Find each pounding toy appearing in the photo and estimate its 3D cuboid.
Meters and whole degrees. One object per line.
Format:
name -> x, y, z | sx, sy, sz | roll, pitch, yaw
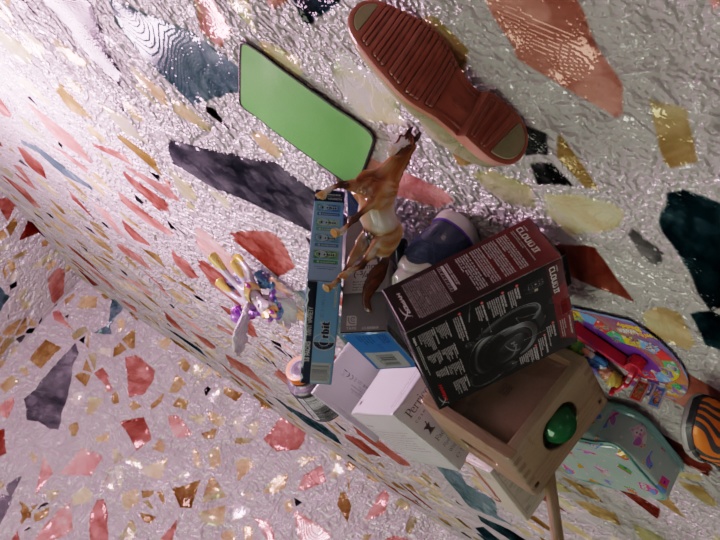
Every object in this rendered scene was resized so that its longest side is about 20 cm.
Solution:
pounding toy -> 0.208, 0.196, 1.011 | 0.200, 0.184, 0.142 | 27, 161, 47

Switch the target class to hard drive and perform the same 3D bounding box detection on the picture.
hard drive -> 0.031, 0.160, 1.309 | 0.132, 0.200, 0.025 | 37, 168, 0

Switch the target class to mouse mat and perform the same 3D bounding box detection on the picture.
mouse mat -> -0.072, -0.187, 0.990 | 0.200, 0.008, 0.161 | 37, 161, 4

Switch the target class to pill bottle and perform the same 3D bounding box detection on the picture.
pill bottle -> -0.120, 0.297, 2.033 | 0.106, 0.106, 0.200 | 23, 155, 36

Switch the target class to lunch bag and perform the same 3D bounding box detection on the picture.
lunch bag -> 0.352, 0.254, 1.154 | 0.160, 0.077, 0.200 | 44, 160, -21

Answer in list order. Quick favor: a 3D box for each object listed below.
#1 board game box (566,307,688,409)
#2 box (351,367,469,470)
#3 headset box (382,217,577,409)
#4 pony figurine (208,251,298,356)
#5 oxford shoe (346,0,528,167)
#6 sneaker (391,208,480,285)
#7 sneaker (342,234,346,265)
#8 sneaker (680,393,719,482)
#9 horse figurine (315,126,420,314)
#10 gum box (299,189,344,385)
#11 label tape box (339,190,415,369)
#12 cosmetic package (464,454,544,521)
board game box -> 0.295, 0.111, 0.979 | 0.200, 0.039, 0.158 | 13, 150, 49
box -> 0.114, 0.174, 1.197 | 0.131, 0.199, 0.200 | 39, 163, -8
headset box -> 0.144, 0.046, 0.880 | 0.077, 0.200, 0.149 | 61, 178, 46
pony figurine -> -0.229, 0.066, 1.669 | 0.200, 0.166, 0.193 | 46, 158, 23
oxford shoe -> 0.059, -0.160, 0.730 | 0.200, 0.071, 0.074 | 42, 163, -13
sneaker -> 0.098, 0.034, 0.987 | 0.081, 0.147, 0.200 | 24, 156, 35
sneaker -> 0.000, 0.000, 1.158 | 0.200, 0.085, 0.073 | 36, 180, 5
sneaker -> 0.445, 0.202, 0.897 | 0.200, 0.078, 0.112 | 37, 160, -34
horse figurine -> 0.010, -0.050, 0.890 | 0.050, 0.133, 0.200 | 27, 139, 32
gum box -> -0.049, 0.019, 1.048 | 0.044, 0.200, 0.170 | 4, 127, -4
label tape box -> 0.029, 0.010, 1.028 | 0.063, 0.200, 0.144 | -5, 155, 18
cosmetic package -> 0.280, 0.379, 1.529 | 0.087, 0.103, 0.200 | 18, 152, 47
